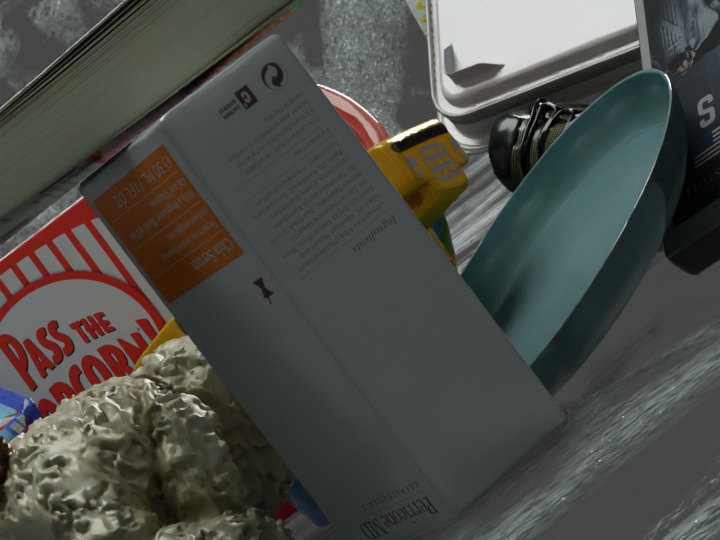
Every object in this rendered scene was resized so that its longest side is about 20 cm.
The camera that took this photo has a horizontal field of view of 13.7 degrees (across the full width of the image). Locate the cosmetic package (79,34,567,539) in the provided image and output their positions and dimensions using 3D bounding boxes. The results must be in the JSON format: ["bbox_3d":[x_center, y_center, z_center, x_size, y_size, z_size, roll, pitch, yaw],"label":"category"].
[{"bbox_3d":[-0.017,0.014,1.233,0.071,0.200,0.101,-39,3,-29],"label":"cosmetic package"}]

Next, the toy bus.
[{"bbox_3d":[-0.024,0.012,1.444,0.200,0.078,0.065,-39,-8,31],"label":"toy bus"}]

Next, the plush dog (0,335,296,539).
[{"bbox_3d":[-0.090,0.087,1.361,0.172,0.161,0.200,-39,3,-36],"label":"plush dog"}]

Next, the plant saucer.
[{"bbox_3d":[0.088,0.000,1.350,0.200,0.027,0.200,-53,12,17],"label":"plant saucer"}]

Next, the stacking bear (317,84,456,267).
[{"bbox_3d":[0.000,0.000,1.600,0.114,0.200,0.122,3,64,25],"label":"stacking bear"}]

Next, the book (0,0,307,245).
[{"bbox_3d":[-0.094,-0.079,1.267,0.200,0.048,0.134,-39,-1,-1],"label":"book"}]

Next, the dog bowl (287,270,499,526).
[{"bbox_3d":[0.033,0.054,1.487,0.200,0.050,0.111,-40,3,-24],"label":"dog bowl"}]

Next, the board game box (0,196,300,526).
[{"bbox_3d":[-0.128,0.075,1.559,0.151,0.200,0.046,-38,-7,1],"label":"board game box"}]

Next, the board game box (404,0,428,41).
[{"bbox_3d":[0.146,-0.141,1.675,0.200,0.196,0.056,-37,-21,22],"label":"board game box"}]

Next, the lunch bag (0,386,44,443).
[{"bbox_3d":[-0.237,0.115,1.471,0.200,0.094,0.151,24,70,46],"label":"lunch bag"}]

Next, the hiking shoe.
[{"bbox_3d":[0.113,-0.049,1.508,0.101,0.076,0.200,6,-3,3],"label":"hiking shoe"}]

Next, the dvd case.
[{"bbox_3d":[0.190,-0.113,1.366,0.150,0.025,0.200,-36,39,33],"label":"dvd case"}]

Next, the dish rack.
[{"bbox_3d":[0.114,-0.167,1.606,0.200,0.044,0.172,-20,54,27],"label":"dish rack"}]
